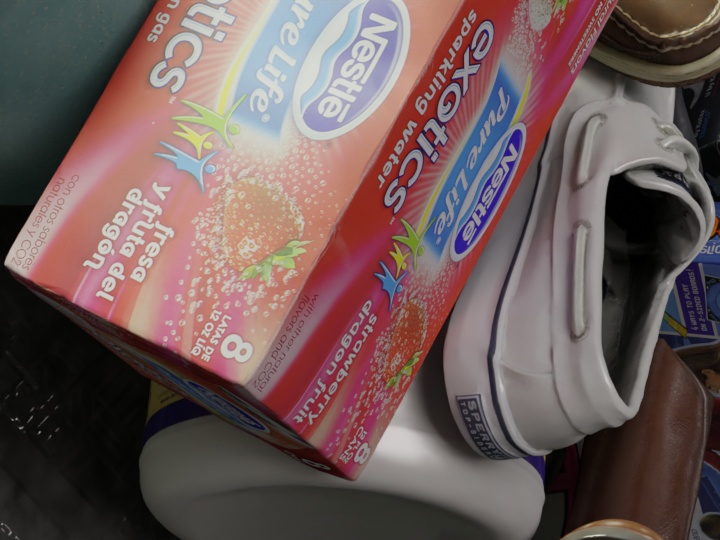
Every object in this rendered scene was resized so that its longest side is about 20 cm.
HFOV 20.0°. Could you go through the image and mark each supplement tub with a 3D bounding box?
[{"bbox_3d":[0.000,0.000,0.749,0.145,0.145,0.201,18,64,-28],"label":"supplement tub"}]

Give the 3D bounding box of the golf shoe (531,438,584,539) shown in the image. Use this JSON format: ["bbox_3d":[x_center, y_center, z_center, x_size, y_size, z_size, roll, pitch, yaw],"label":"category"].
[{"bbox_3d":[0.063,0.107,0.811,0.092,0.072,0.201,43,51,-46],"label":"golf shoe"}]

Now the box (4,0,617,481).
[{"bbox_3d":[-0.006,-0.052,0.630,0.201,0.095,0.100,-61,153,-10],"label":"box"}]

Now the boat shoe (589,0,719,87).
[{"bbox_3d":[0.065,-0.153,0.708,0.074,0.075,0.203,-33,64,0],"label":"boat shoe"}]

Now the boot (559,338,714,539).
[{"bbox_3d":[0.089,0.079,0.674,0.064,0.187,0.201,18,46,8],"label":"boot"}]

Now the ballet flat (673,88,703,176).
[{"bbox_3d":[0.096,-0.063,0.807,0.073,0.073,0.202,-5,94,-35],"label":"ballet flat"}]

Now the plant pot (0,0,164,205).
[{"bbox_3d":[-0.105,-0.102,0.697,0.134,0.199,0.201,39,54,-38],"label":"plant pot"}]

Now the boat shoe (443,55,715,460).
[{"bbox_3d":[0.088,-0.017,0.695,0.074,0.065,0.201,53,41,-35],"label":"boat shoe"}]

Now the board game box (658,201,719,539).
[{"bbox_3d":[0.164,0.061,0.791,0.035,0.135,0.201,-58,141,-39],"label":"board game box"}]

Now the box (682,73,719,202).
[{"bbox_3d":[0.207,-0.032,0.921,0.200,0.115,0.133,36,56,-20],"label":"box"}]
